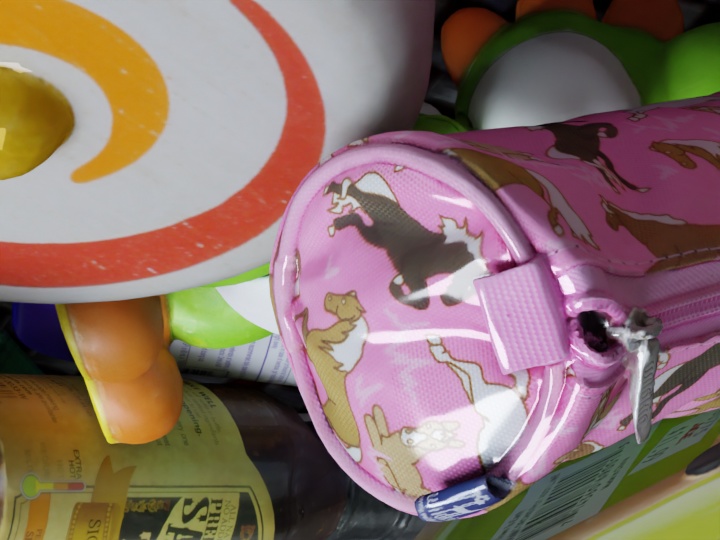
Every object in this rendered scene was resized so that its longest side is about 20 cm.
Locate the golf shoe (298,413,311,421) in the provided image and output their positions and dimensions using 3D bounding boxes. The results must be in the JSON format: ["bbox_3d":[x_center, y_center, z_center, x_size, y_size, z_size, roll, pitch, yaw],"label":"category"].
[{"bbox_3d":[0.039,0.063,0.869,0.200,0.078,0.097,6,133,-16],"label":"golf shoe"}]

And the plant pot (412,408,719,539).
[{"bbox_3d":[0.101,0.128,0.671,0.199,0.200,0.182,-30,95,27],"label":"plant pot"}]

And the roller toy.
[{"bbox_3d":[-0.074,-0.082,0.559,0.182,0.140,0.200,7,147,-7],"label":"roller toy"}]

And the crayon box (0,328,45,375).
[{"bbox_3d":[-0.132,0.069,0.840,0.119,0.058,0.200,21,159,31],"label":"crayon box"}]

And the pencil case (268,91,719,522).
[{"bbox_3d":[0.076,-0.003,0.573,0.200,0.087,0.083,-12,145,-43],"label":"pencil case"}]

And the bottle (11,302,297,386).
[{"bbox_3d":[0.000,0.000,0.756,0.200,0.065,0.084,7,155,-7],"label":"bottle"}]

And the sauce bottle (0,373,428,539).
[{"bbox_3d":[-0.057,0.062,0.750,0.200,0.066,0.066,3,156,-43],"label":"sauce bottle"}]

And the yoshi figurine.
[{"bbox_3d":[0.024,-0.001,0.669,0.200,0.112,0.112,-18,120,-6],"label":"yoshi figurine"}]
